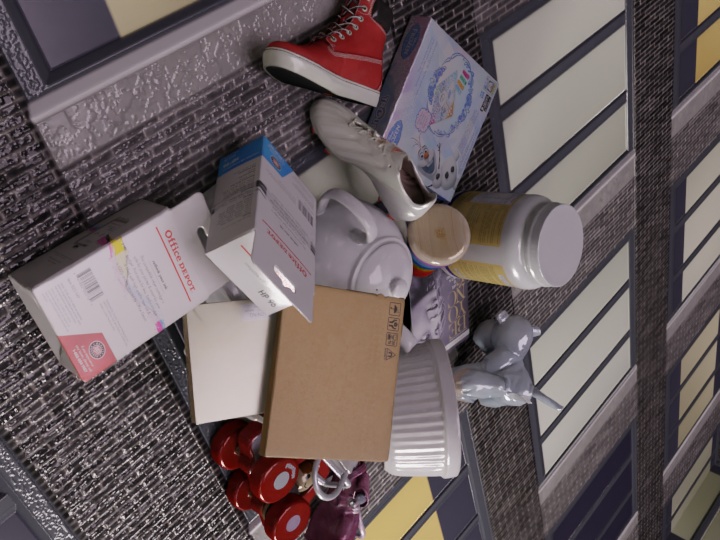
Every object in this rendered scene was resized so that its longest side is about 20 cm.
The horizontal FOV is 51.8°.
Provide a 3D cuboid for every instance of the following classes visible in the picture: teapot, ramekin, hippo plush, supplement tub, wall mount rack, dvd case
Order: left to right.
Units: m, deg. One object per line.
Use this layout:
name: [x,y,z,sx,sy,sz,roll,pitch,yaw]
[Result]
wall mount rack: [-0.052,0.177,0.932,0.174,0.074,0.200,55,44,-34]
teapot: [0.000,0.000,0.983,0.200,0.146,0.198,7,101,-48]
ramekin: [0.076,0.203,1.077,0.104,0.200,0.201,-6,117,-2]
dvd case: [0.132,0.061,1.253,0.148,0.016,0.201,-30,127,-37]
hippo plush: [0.237,0.151,1.305,0.159,0.200,0.162,17,74,-27]
supplement tub: [0.226,-0.049,1.153,0.145,0.200,0.146,-9,104,-42]

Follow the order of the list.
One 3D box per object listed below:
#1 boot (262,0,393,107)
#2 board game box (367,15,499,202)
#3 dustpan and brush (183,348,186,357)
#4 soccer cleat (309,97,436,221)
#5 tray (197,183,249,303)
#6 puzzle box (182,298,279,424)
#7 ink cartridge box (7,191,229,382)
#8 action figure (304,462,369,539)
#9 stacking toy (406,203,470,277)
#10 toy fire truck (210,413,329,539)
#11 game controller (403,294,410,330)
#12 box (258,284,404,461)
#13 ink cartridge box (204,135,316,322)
boot: [-0.033,-0.285,0.886,0.200,0.072,0.145,-2,108,-55]
board game box: [0.103,-0.227,1.076,0.199,0.043,0.201,24,89,-50]
dustpan and brush: [-0.140,0.114,0.960,0.139,0.057,0.200,-41,126,-23]
soccer cleat: [0.019,-0.148,0.943,0.200,0.077,0.069,47,55,-14]
tray: [-0.140,0.001,0.878,0.107,0.022,0.200,-42,115,-25]
puzzle box: [-0.104,0.097,0.867,0.199,0.025,0.134,-4,89,-27]
ink cartridge box: [-0.241,0.006,0.777,0.200,0.067,0.117,-36,125,-31]
action figure: [-0.018,0.347,1.121,0.149,0.134,0.201,2,108,-49]
stacking toy: [0.099,-0.028,1.074,0.086,0.085,0.200,-57,176,-12]
toy fire truck: [-0.096,0.258,1.012,0.168,0.112,0.201,-34,130,-32]
game controller: [0.035,0.125,1.154,0.104,0.042,0.201,-25,123,-39]
box: [-0.030,0.121,0.876,0.163,0.021,0.201,10,83,-26]
ink cartridge box: [-0.105,-0.037,0.813,0.116,0.068,0.201,50,25,-39]
